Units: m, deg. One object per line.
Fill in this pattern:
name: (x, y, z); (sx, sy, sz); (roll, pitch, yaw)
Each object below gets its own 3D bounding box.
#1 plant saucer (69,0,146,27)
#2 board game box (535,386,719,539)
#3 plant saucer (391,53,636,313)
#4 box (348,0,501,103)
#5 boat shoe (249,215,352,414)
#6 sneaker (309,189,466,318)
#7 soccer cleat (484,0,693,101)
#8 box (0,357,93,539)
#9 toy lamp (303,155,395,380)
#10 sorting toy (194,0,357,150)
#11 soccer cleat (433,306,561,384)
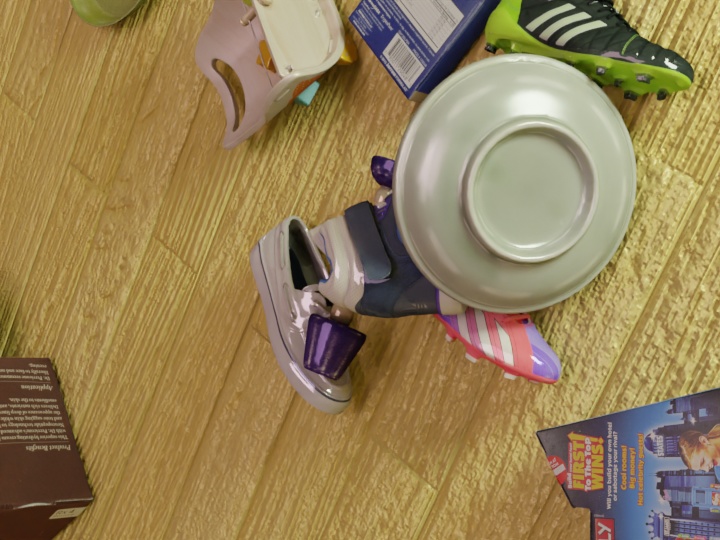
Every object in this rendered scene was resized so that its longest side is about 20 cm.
plant saucer: (-0.285, -0.388, 1.428); (0.198, 0.031, 0.203); (-6, 81, 42)
board game box: (0.225, 0.174, 0.879); (0.198, 0.061, 0.203); (-3, 84, 43)
plant saucer: (0.124, -0.062, 0.911); (0.050, 0.198, 0.203); (-139, 63, -76)
box: (0.080, -0.266, 1.078); (0.200, 0.032, 0.122); (-51, 55, 28)
boat shoe: (-0.050, 0.038, 1.138); (0.065, 0.073, 0.201); (-45, 59, 34)
sneaker: (0.029, -0.055, 1.010); (0.144, 0.081, 0.202); (4, 64, 15)
soccer cleat: (0.183, -0.192, 0.957); (0.199, 0.067, 0.082); (25, 90, 42)
box: (-0.450, 0.227, 1.423); (0.164, 0.165, 0.202); (-41, 60, 31)
toy lamp: (0.000, 0.000, 1.083); (0.058, 0.058, 0.202); (19, 85, 42)
sorting toy: (-0.107, -0.219, 1.209); (0.180, 0.106, 0.202); (-40, 61, 40)
soccer cleat: (0.098, 0.025, 1.012); (0.200, 0.066, 0.077); (37, 105, 41)
